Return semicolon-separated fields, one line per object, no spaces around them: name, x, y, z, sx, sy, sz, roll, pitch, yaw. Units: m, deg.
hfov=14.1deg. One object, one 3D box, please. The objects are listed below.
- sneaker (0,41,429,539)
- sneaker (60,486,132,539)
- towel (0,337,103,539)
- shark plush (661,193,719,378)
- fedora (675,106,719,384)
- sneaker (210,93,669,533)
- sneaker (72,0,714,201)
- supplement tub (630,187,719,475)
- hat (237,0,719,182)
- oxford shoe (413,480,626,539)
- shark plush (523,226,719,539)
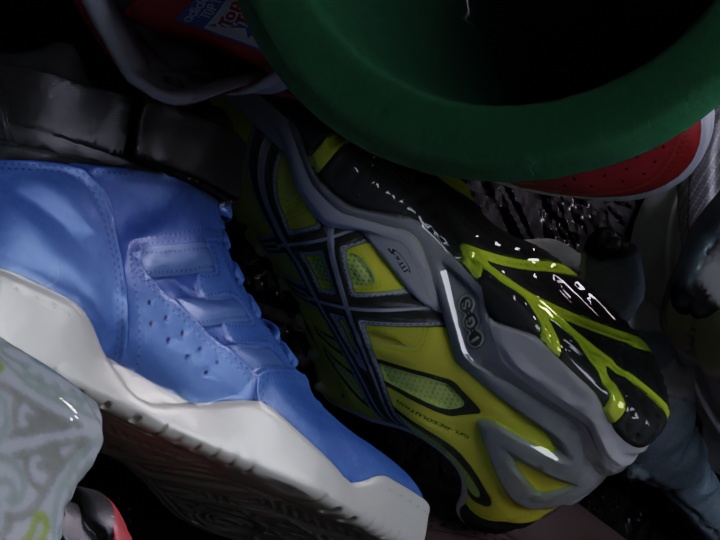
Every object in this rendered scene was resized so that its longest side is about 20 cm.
sneaker;-0.046;0.006;0.847;0.200;0.077;0.112;29;65;-34
sneaker;-0.080;0.158;0.756;0.098;0.071;0.201;41;47;-31
towel;-0.163;0.074;0.689;0.171;0.048;0.200;37;57;-28
shark plush;0.143;-0.055;0.870;0.091;0.083;0.201;11;108;-12
fedora;0.165;-0.024;0.964;0.090;0.177;0.200;12;107;-47
sneaker;0.000;0.000;0.895;0.200;0.076;0.075;46;23;8
sneaker;0.003;-0.067;0.823;0.200;0.071;0.112;25;15;5
supplement tub;0.213;-0.002;1.067;0.132;0.200;0.132;20;62;-45
hat;0.071;-0.077;0.804;0.176;0.165;0.201;33;41;-67
oxford shoe;0.077;0.103;0.970;0.200;0.071;0.073;11;63;-48
shark plush;0.068;0.046;1.011;0.083;0.091;0.200;-63;144;-12
